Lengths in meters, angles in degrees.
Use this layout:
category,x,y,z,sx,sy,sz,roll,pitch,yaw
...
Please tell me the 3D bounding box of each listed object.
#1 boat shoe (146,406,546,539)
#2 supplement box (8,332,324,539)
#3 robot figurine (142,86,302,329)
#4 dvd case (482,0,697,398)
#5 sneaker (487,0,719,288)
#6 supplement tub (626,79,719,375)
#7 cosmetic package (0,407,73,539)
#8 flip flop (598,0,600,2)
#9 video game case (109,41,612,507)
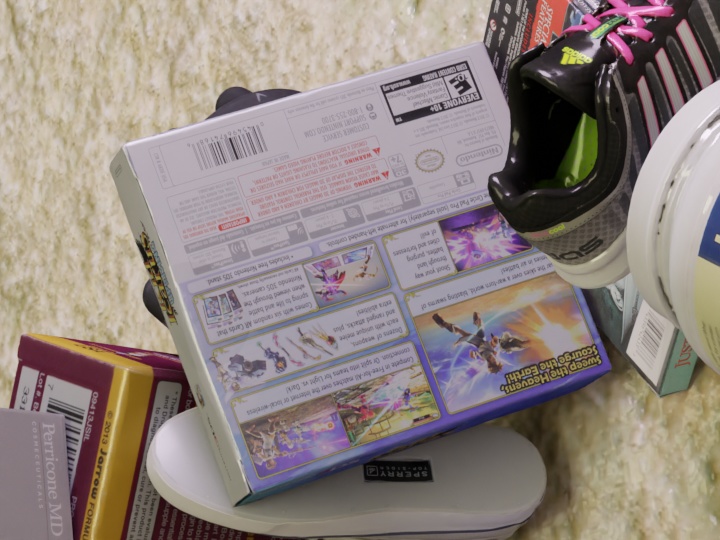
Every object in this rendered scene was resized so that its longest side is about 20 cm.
category,x,y,z,sx,sy,sz,roll,pitch,yaw
boat shoe,-0.010,0.111,1.348,0.070,0.200,0.071,110,159,-55
supplement box,-0.086,0.113,1.419,0.103,0.200,0.131,14,92,49
robot figurine,-0.030,-0.022,1.440,0.200,0.125,0.150,41,110,43
dvd case,0.116,-0.055,1.321,0.200,0.022,0.146,54,145,40
sneaker,0.117,-0.093,1.207,0.074,0.087,0.200,27,94,43
supplement tub,0.224,0.002,1.139,0.200,0.145,0.145,30,104,47
cosmetic package,-0.239,0.118,1.290,0.090,0.200,0.107,-23,69,46
flip flop,0.174,-0.122,1.286,0.200,0.058,0.081,12,128,51
video game case,0.000,0.000,1.322,0.045,0.200,0.181,132,118,-68
